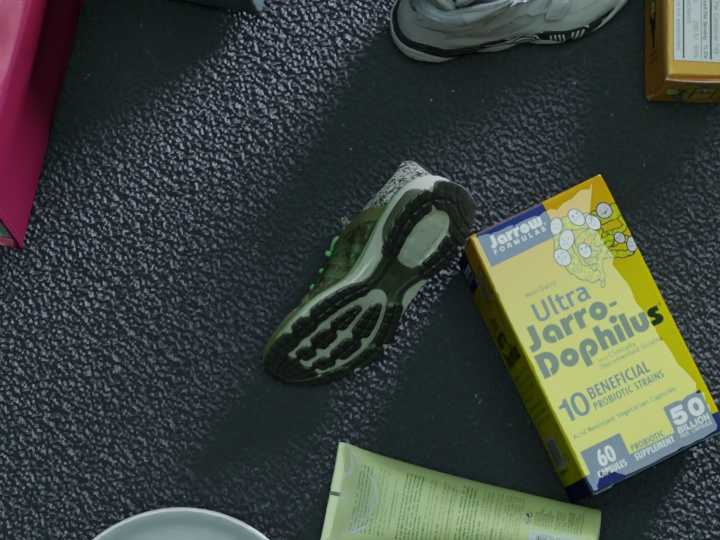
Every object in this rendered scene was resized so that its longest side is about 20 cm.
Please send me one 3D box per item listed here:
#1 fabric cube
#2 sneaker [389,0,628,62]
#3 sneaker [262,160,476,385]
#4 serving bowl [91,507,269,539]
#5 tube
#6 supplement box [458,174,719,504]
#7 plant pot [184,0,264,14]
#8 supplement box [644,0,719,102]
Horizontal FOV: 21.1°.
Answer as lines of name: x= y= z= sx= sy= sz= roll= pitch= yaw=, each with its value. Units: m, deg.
fabric cube: x=-0.320 y=-0.148 z=1.365 sx=0.198 sy=0.196 sz=0.202 roll=12 pitch=80 yaw=1
sneaker: x=0.120 y=-0.212 z=1.430 sx=0.198 sy=0.115 sz=0.076 roll=-15 pitch=81 yaw=-4
sneaker: x=0.000 y=0.000 z=1.422 sx=0.200 sy=0.089 sz=0.077 roll=-46 pitch=122 yaw=9
serving bowl: x=-0.127 y=0.271 z=1.364 sx=0.198 sy=0.066 sz=0.203 roll=0 pitch=79 yaw=-2
tube: x=0.074 y=0.179 z=1.399 sx=0.198 sy=0.052 sz=0.058 roll=10 pitch=39 yaw=3
supplement box: x=0.163 y=0.052 z=1.388 sx=0.108 sy=0.110 sz=0.202 roll=-25 pitch=81 yaw=-6
plant pot: x=-0.173 y=-0.315 z=1.409 sx=0.198 sy=0.196 sz=0.199 roll=5 pitch=80 yaw=10
supplement box: x=0.253 y=-0.231 z=1.462 sx=0.068 sy=0.067 sz=0.202 roll=4 pitch=81 yaw=-4
